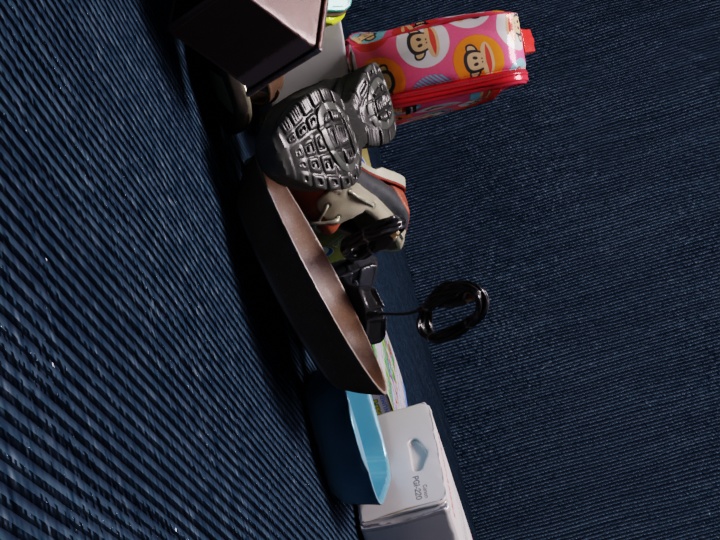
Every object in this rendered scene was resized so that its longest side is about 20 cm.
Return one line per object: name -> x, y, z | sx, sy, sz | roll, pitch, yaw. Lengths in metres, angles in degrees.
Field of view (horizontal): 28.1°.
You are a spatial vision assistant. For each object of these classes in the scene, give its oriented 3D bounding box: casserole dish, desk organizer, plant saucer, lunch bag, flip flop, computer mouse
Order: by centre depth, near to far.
desk organizer -> -0.067, -0.230, 0.977 | 0.077, 0.071, 0.202 | 32, 49, -34
plant saucer -> -0.041, 0.008, 1.055 | 0.202, 0.034, 0.200 | 62, 5, -8
flip flop -> -0.086, -0.154, 1.094 | 0.200, 0.057, 0.082 | -85, 159, -79
computer mouse -> 0.026, 0.032, 1.142 | 0.034, 0.199, 0.059 | -8, 93, -47
casserole dish -> -0.011, 0.128, 1.178 | 0.200, 0.038, 0.123 | -25, 100, -85
computer mouse -> 0.000, 0.000, 1.208 | 0.200, 0.058, 0.034 | 128, -54, -69
lunch bag -> 0.067, -0.179, 1.264 | 0.200, 0.174, 0.083 | -164, -119, -82

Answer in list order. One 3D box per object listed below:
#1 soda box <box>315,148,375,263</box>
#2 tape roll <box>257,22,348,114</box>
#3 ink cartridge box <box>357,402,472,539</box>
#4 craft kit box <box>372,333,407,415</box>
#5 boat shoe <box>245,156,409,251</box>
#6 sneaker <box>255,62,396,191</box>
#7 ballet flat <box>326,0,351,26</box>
soda box -> -0.037, -0.109, 1.349 | 0.064, 0.068, 0.202 | 14, 52, -42
tape roll -> -0.066, -0.219, 1.245 | 0.202, 0.070, 0.205 | 166, -90, -82
ink cartridge box -> 0.057, 0.246, 1.313 | 0.146, 0.084, 0.202 | -99, 174, -57
craft kit box -> 0.010, 0.098, 1.504 | 0.200, 0.048, 0.199 | -96, 172, -65
boat shoe -> -0.023, -0.060, 1.206 | 0.199, 0.071, 0.063 | 13, 74, -55
sneaker -> -0.040, -0.098, 1.067 | 0.200, 0.090, 0.077 | -38, 115, -65
ballet flat -> -0.091, -0.210, 1.065 | 0.199, 0.067, 0.068 | 4, 77, -48
